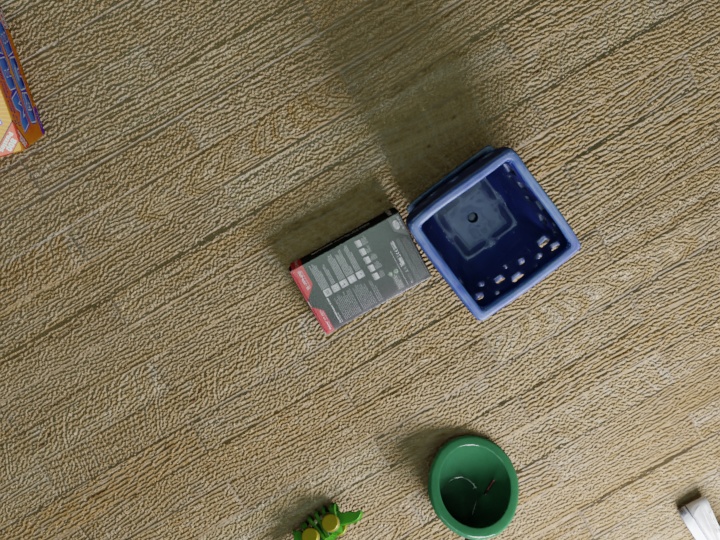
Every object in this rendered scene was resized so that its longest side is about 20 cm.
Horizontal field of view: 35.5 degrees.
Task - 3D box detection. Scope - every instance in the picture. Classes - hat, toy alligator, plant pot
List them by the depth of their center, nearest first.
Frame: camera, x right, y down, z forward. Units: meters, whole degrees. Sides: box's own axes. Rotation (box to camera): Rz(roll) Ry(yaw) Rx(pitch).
[{"bbox_3d":[0.192,-0.071,1.750,0.200,0.180,0.200,-37,105,4],"label":"plant pot"},{"bbox_3d":[-0.088,0.450,1.913,0.200,0.059,0.054,-35,63,4],"label":"toy alligator"},{"bbox_3d":[0.165,0.404,1.947,0.165,0.176,0.201,20,63,-9],"label":"hat"}]

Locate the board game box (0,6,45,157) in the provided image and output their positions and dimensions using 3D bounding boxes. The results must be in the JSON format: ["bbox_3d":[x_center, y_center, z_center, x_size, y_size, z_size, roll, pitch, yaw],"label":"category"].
[{"bbox_3d":[-0.592,-0.251,1.605,0.199,0.200,0.201,-17,105,-3],"label":"board game box"}]

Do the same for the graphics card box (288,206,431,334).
[{"bbox_3d":[0.000,0.000,1.812,0.199,0.051,0.126,-29,105,2],"label":"graphics card box"}]

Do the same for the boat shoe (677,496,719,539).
[{"bbox_3d":[0.641,0.488,1.994,0.065,0.074,0.200,-35,106,7],"label":"boat shoe"}]
